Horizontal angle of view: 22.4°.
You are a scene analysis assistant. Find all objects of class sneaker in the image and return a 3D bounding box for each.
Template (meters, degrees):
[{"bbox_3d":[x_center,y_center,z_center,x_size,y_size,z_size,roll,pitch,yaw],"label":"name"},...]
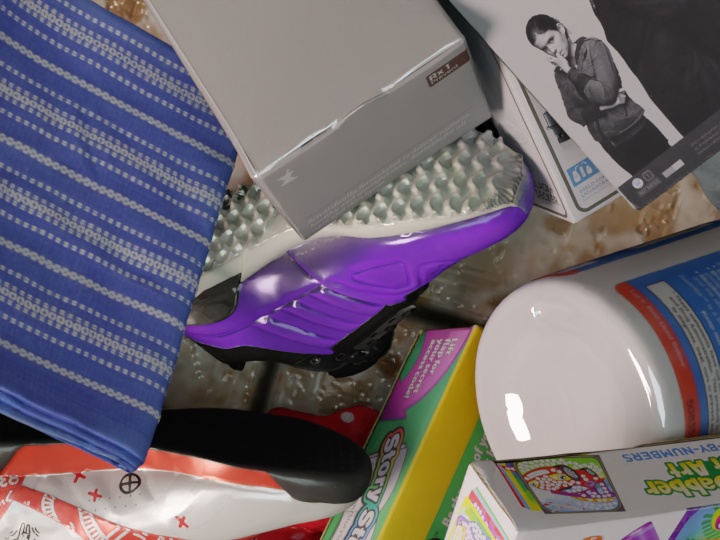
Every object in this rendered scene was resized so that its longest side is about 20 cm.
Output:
[{"bbox_3d":[0.000,0.000,0.847,0.199,0.070,0.100,-14,128,27],"label":"sneaker"},{"bbox_3d":[-0.094,0.122,0.818,0.200,0.067,0.109,2,106,5],"label":"sneaker"}]

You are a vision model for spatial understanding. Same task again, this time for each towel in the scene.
[{"bbox_3d":[-0.127,-0.028,0.782,0.144,0.024,0.201,28,60,-25],"label":"towel"}]

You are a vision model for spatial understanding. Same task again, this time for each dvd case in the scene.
[{"bbox_3d":[0.100,-0.140,0.707,0.150,0.025,0.200,-38,100,29],"label":"dvd case"}]

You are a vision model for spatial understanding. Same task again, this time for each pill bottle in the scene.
[{"bbox_3d":[0.156,0.037,0.823,0.199,0.112,0.113,-16,103,-40],"label":"pill bottle"}]

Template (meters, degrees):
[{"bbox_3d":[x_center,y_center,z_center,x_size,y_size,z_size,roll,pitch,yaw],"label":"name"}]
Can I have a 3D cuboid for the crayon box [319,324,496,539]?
[{"bbox_3d":[0.063,0.155,0.848,0.172,0.058,0.201,34,70,-22],"label":"crayon box"}]

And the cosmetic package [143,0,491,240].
[{"bbox_3d":[-0.039,-0.127,0.790,0.106,0.090,0.201,-31,70,1],"label":"cosmetic package"}]

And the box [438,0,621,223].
[{"bbox_3d":[0.058,-0.129,0.811,0.060,0.117,0.201,-31,107,-9],"label":"box"}]

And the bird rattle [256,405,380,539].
[{"bbox_3d":[0.006,0.169,0.901,0.162,0.113,0.202,7,86,-17],"label":"bird rattle"}]

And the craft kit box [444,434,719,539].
[{"bbox_3d":[0.111,0.157,0.752,0.196,0.049,0.201,-2,125,-25],"label":"craft kit box"}]

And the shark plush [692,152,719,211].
[{"bbox_3d":[0.134,-0.107,0.863,0.199,0.091,0.083,33,126,-13],"label":"shark plush"}]
